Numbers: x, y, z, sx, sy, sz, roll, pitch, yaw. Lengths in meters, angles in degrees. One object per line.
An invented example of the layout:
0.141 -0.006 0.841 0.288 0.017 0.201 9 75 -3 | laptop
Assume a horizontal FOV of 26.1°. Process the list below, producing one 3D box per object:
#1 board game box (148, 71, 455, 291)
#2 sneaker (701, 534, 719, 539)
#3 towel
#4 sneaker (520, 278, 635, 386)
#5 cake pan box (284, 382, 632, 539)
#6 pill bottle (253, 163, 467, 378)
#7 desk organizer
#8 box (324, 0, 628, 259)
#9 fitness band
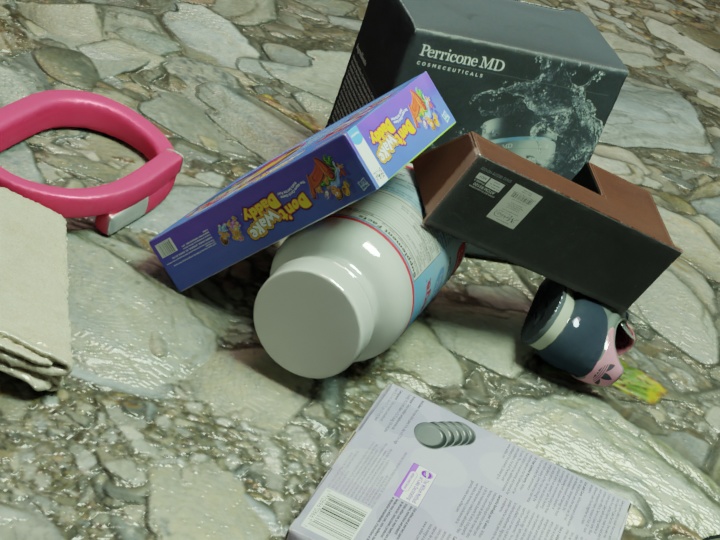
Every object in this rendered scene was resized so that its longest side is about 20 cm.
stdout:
-0.042 -0.064 1.132 0.045 0.200 0.134 58 37 -8 | board game box
0.294 0.203 1.029 0.199 0.076 0.114 17 28 -13 | sneaker
-0.256 -0.002 1.037 0.132 0.035 0.200 26 25 -25 | towel
0.188 0.031 1.269 0.082 0.070 0.200 39 33 -2 | sneaker
0.062 0.169 0.962 0.184 0.052 0.200 24 29 9 | cake pan box
0.000 0.000 1.141 0.109 0.109 0.200 27 31 11 | pill bottle
0.140 -0.049 1.181 0.200 0.072 0.077 23 34 -28 | desk organizer
0.088 -0.126 1.312 0.196 0.200 0.118 8 32 -21 | box
-0.225 -0.090 1.221 0.143 0.038 0.200 27 29 11 | fitness band
